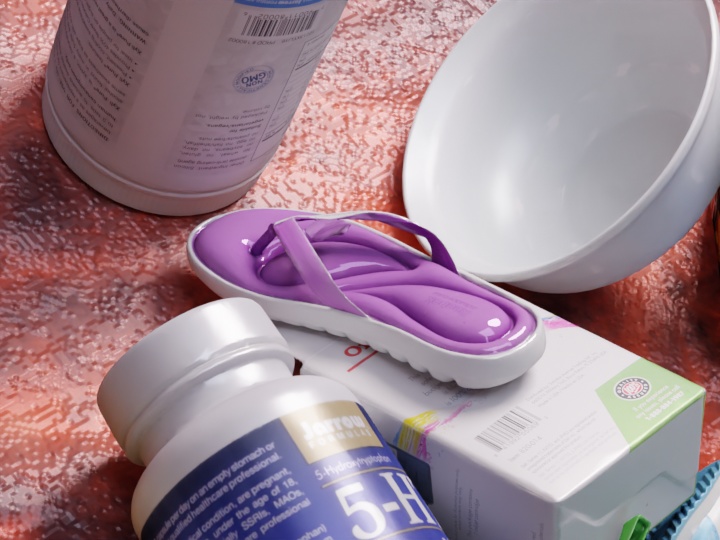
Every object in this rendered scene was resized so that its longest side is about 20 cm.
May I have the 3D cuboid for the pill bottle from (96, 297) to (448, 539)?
[{"bbox_3d":[-0.033,0.117,1.073,0.120,0.120,0.200,-20,65,-33],"label":"pill bottle"}]

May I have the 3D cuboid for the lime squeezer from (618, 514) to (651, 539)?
[{"bbox_3d":[0.097,0.204,1.047,0.038,0.071,0.200,48,35,-32],"label":"lime squeezer"}]

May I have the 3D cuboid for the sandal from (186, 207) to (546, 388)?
[{"bbox_3d":[0.004,-0.004,1.154,0.202,0.050,0.082,20,39,30],"label":"sandal"}]

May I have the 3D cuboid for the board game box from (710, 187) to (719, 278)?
[{"bbox_3d":[0.214,-0.054,1.256,0.035,0.200,0.126,-2,53,1],"label":"board game box"}]

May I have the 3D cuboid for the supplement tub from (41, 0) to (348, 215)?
[{"bbox_3d":[-0.077,-0.135,1.190,0.132,0.200,0.132,12,52,-15],"label":"supplement tub"}]

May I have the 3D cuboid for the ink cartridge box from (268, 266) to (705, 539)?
[{"bbox_3d":[0.051,0.068,1.152,0.200,0.067,0.117,27,43,34],"label":"ink cartridge box"}]

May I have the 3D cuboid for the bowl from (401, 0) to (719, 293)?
[{"bbox_3d":[0.125,-0.064,1.259,0.090,0.201,0.201,38,39,-39],"label":"bowl"}]

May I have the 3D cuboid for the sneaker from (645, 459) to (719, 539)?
[{"bbox_3d":[0.155,0.178,1.145,0.081,0.077,0.200,34,54,-9],"label":"sneaker"}]
